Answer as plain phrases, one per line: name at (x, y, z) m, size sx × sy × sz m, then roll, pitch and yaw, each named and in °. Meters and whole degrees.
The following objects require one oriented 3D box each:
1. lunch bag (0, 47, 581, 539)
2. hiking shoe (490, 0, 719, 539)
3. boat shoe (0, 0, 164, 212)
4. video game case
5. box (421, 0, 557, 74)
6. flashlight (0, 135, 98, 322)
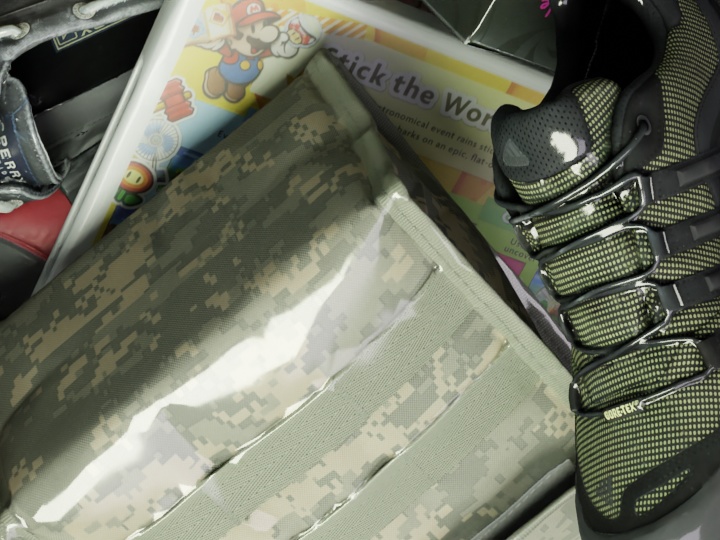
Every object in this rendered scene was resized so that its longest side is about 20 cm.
lunch bag at (-0.004, 0.064, 0.779) m, size 0.164 × 0.118 × 0.200 m, roll -38°, pitch 124°, yaw 8°
hiking shoe at (0.071, -0.005, 0.700) m, size 0.100 × 0.201 × 0.076 m, roll 27°, pitch 144°, yaw -33°
boat shoe at (-0.124, -0.050, 0.806) m, size 0.199 × 0.068 × 0.072 m, roll -29°, pitch 134°, yaw -12°
video game case at (0.000, 0.000, 0.823) m, size 0.199 × 0.023 × 0.183 m, roll 19°, pitch 113°, yaw -20°
box at (0.090, -0.176, 0.793) m, size 0.124 × 0.149 × 0.201 m, roll 15°, pitch 113°, yaw -39°
flashlight at (-0.154, 0.024, 0.843) m, size 0.199 × 0.068 × 0.068 m, roll -33°, pitch 137°, yaw -8°
